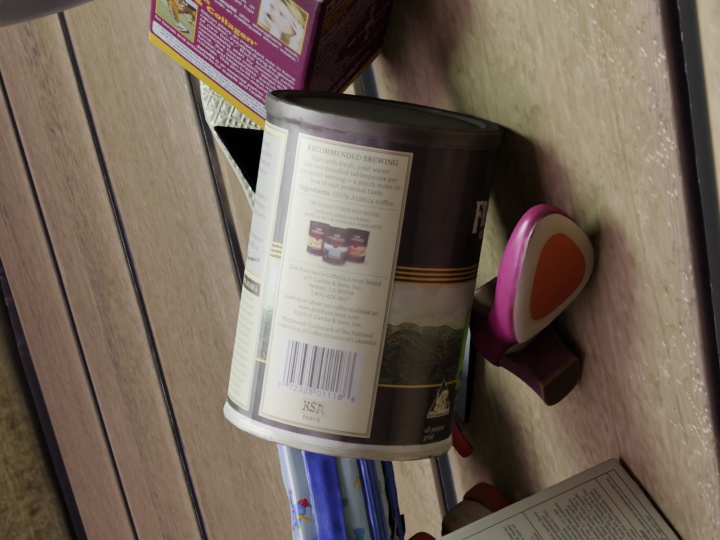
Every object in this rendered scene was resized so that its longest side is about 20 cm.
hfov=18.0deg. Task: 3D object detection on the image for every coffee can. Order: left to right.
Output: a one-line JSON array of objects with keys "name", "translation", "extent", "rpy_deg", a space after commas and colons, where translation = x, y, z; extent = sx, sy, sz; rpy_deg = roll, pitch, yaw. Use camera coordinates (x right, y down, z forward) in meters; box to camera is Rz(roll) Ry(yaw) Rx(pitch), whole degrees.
[{"name": "coffee can", "translation": [0.000, 0.000, 1.389], "extent": [0.146, 0.146, 0.201], "rpy_deg": [-150, 67, -64]}]

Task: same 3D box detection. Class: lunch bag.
[{"name": "lunch bag", "translation": [-0.020, 0.124, 1.597], "extent": [0.161, 0.082, 0.201], "rpy_deg": [-89, -11, -78]}]

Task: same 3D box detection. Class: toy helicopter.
[{"name": "toy helicopter", "translation": [0.124, 0.250, 1.622], "extent": [0.201, 0.079, 0.132], "rpy_deg": [61, 157, -14]}]

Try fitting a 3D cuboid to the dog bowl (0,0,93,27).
[{"name": "dog bowl", "translation": [-0.236, -0.265, 1.823], "extent": [0.079, 0.199, 0.200], "rpy_deg": [70, 163, -1]}]

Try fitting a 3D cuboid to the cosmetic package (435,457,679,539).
[{"name": "cosmetic package", "translation": [0.097, 0.207, 1.383], "extent": [0.104, 0.199, 0.073], "rpy_deg": [55, 159, 38]}]

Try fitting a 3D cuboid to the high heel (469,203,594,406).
[{"name": "high heel", "translation": [0.088, 0.003, 1.374], "extent": [0.096, 0.067, 0.200], "rpy_deg": [46, 158, 28]}]

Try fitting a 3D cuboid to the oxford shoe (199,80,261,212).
[{"name": "oxford shoe", "translation": [-0.071, -0.106, 1.757], "extent": [0.201, 0.075, 0.058], "rpy_deg": [70, -161, -3]}]

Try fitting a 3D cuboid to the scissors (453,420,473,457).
[{"name": "scissors", "translation": [0.021, 0.051, 1.652], "extent": [0.200, 0.014, 0.073], "rpy_deg": [55, -176, -8]}]

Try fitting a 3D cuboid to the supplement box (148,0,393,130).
[{"name": "supplement box", "translation": [-0.054, -0.190, 1.447], "extent": [0.131, 0.103, 0.200], "rpy_deg": [39, 157, 9]}]

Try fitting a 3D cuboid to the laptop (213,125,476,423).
[{"name": "laptop", "translation": [-0.010, 0.005, 1.610], "extent": [0.188, 0.115, 0.200], "rpy_deg": [58, 161, 32]}]
